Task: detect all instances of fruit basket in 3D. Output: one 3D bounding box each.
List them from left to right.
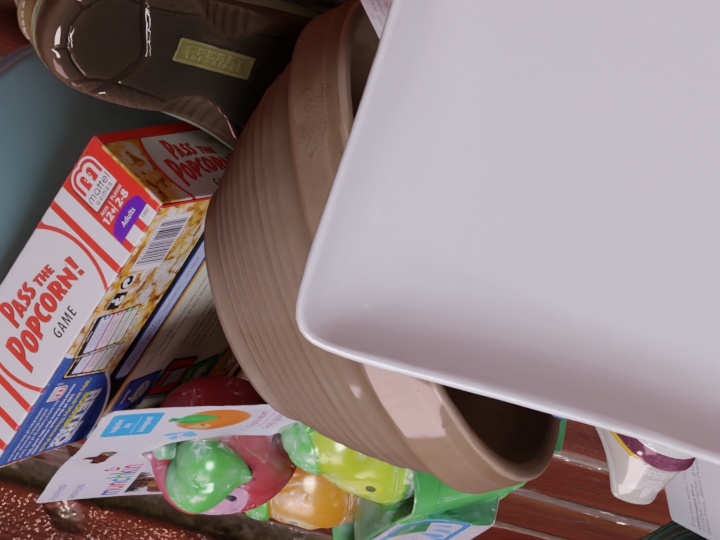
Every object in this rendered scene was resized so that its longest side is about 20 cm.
[{"bbox_3d":[-0.032,0.086,1.222,0.199,0.094,0.185,-7,166,-19],"label":"fruit basket"}]

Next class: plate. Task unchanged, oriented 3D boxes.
[{"bbox_3d":[0.097,-0.049,0.826,0.198,0.201,0.032,16,-178,-12],"label":"plate"}]

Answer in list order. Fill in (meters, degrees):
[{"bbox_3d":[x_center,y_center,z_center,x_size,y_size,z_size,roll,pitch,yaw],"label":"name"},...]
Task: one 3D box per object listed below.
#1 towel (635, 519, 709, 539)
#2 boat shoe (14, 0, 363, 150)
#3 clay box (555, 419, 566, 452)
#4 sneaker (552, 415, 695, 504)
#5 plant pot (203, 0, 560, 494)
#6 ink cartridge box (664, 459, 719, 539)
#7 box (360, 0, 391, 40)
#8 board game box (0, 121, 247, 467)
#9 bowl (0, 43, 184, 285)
[{"bbox_3d":[0.230,0.118,1.313,0.199,0.022,0.146,-28,-155,-30],"label":"towel"},{"bbox_3d":[-0.057,-0.092,1.155,0.199,0.072,0.076,23,-169,-37],"label":"boat shoe"},{"bbox_3d":[0.059,0.016,1.359,0.047,0.116,0.200,2,164,34],"label":"clay box"},{"bbox_3d":[0.085,0.007,1.098,0.075,0.090,0.200,15,-154,-27],"label":"sneaker"},{"bbox_3d":[0.000,0.000,1.098,0.092,0.202,0.201,-20,155,19],"label":"plant pot"},{"bbox_3d":[0.244,0.081,1.247,0.144,0.085,0.200,-20,-160,-22],"label":"ink cartridge box"},{"bbox_3d":[0.028,-0.097,0.972,0.041,0.039,0.200,18,179,6],"label":"box"},{"bbox_3d":[-0.082,0.002,1.215,0.046,0.152,0.200,44,-154,18],"label":"board game box"},{"bbox_3d":[-0.136,-0.031,1.268,0.105,0.201,0.201,43,177,18],"label":"bowl"}]
